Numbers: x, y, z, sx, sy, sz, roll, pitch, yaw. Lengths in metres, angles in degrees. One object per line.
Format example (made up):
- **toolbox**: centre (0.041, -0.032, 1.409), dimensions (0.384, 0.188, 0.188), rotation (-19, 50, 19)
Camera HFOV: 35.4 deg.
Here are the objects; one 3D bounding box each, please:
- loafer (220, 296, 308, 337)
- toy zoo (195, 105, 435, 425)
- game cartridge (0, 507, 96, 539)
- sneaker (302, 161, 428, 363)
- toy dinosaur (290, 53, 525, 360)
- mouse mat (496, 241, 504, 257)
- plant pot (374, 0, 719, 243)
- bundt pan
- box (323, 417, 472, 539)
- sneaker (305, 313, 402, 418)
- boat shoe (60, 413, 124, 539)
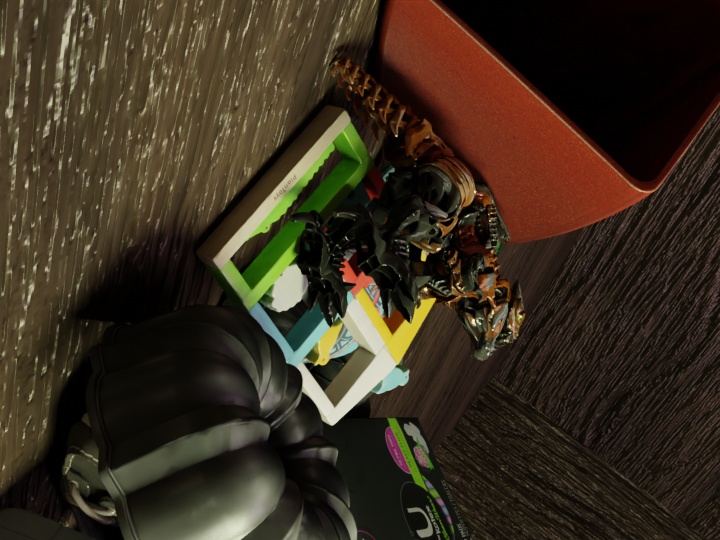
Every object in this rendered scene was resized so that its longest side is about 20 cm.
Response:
- **loafer**: centre (-0.074, 0.081, 0.838), dimensions (0.073, 0.072, 0.201), rotation (-47, 166, -31)
- **toy zoo**: centre (-0.013, 0.011, 0.747), dimensions (0.132, 0.020, 0.201), rotation (-50, 133, -20)
- **game cartridge**: centre (-0.140, 0.221, 0.661), dimensions (0.041, 0.198, 0.134), rotation (-57, 175, -43)
- **sneaker**: centre (0.000, 0.000, 0.894), dimensions (0.202, 0.079, 0.095), rotation (-60, 165, 22)
- **toy dinosaur**: centre (0.030, -0.031, 0.704), dimensions (0.135, 0.201, 0.102), rotation (-37, 176, -32)
- **mouse mat**: centre (0.124, -0.113, 0.966), dimensions (0.162, 0.007, 0.203), rotation (104, -10, -56)
- **plant pot**: centre (0.121, -0.136, 0.759), dimensions (0.200, 0.200, 0.177), rotation (-47, 177, -29)
- **bundt pan**: centre (-0.064, 0.105, 0.621), dimensions (0.075, 0.204, 0.202), rotation (-26, 171, 9)
- **box**: centre (-0.011, 0.223, 1.006), dimensions (0.124, 0.150, 0.199), rotation (-35, 157, 24)
- **sneaker**: centre (-0.023, 0.103, 1.019), dimensions (0.090, 0.076, 0.202), rotation (-30, 149, -39)
- **boat shoe**: centre (-0.150, 0.142, 0.691), dimensions (0.057, 0.066, 0.200), rotation (-56, 172, -20)
